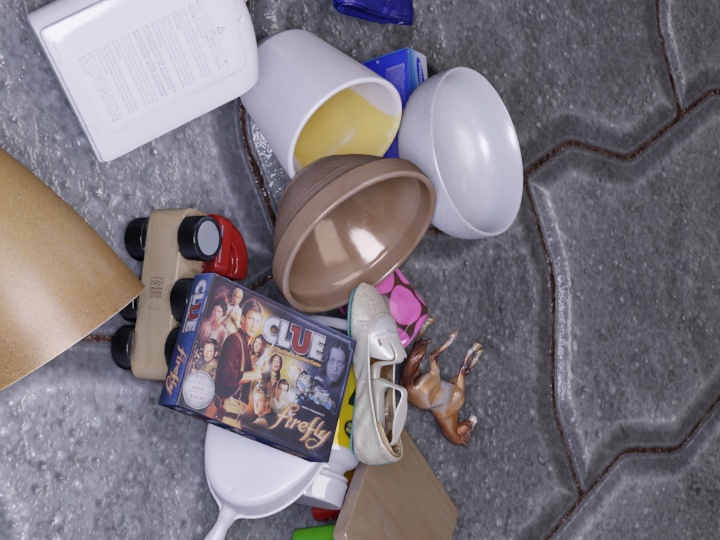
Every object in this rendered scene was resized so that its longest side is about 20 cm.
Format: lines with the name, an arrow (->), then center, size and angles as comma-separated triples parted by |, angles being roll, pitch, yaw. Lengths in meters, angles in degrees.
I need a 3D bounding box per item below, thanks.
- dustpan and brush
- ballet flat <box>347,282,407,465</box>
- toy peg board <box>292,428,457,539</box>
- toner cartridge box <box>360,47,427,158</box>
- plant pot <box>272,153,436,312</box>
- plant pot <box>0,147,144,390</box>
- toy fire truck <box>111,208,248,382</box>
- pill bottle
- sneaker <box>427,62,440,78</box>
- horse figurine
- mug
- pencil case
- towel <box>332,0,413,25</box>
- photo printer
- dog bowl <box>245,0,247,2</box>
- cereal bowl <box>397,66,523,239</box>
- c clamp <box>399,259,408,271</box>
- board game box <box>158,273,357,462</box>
dustpan and brush -> -0.130, 0.234, 1.376 | 0.201, 0.139, 0.057 | -59, 166, -12
ballet flat -> 0.025, 0.113, 1.402 | 0.067, 0.062, 0.201 | -4, 94, -55
toy peg board -> 0.014, 0.309, 1.545 | 0.200, 0.097, 0.200 | 58, 34, -30
toner cartridge box -> 0.037, -0.160, 1.556 | 0.043, 0.095, 0.201 | 14, 70, -51
plant pot -> -0.023, -0.057, 1.378 | 0.200, 0.093, 0.201 | -30, 149, -20
plant pot -> -0.322, -0.017, 1.131 | 0.186, 0.186, 0.201 | -41, 103, -41
toy fire truck -> -0.145, 0.038, 1.360 | 0.200, 0.128, 0.177 | 20, 72, -57
pill bottle -> -0.045, 0.161, 1.454 | 0.114, 0.114, 0.201 | 29, 67, -43
sneaker -> 0.078, -0.167, 1.638 | 0.082, 0.073, 0.201 | -12, 96, -49
horse figurine -> 0.102, 0.142, 1.657 | 0.200, 0.050, 0.133 | 32, 81, -51
mug -> -0.060, -0.176, 1.433 | 0.149, 0.153, 0.187 | -22, 142, -30
pencil case -> 0.000, 0.000, 1.510 | 0.094, 0.091, 0.200 | -49, 114, -33
towel -> 0.010, -0.412, 1.602 | 0.147, 0.049, 0.201 | 4, 85, -55
photo printer -> -0.203, -0.219, 1.258 | 0.199, 0.069, 0.167 | -29, 125, -10
dog bowl -> -0.204, -0.344, 1.339 | 0.200, 0.074, 0.201 | 3, 85, -48
cereal bowl -> 0.105, -0.130, 1.488 | 0.200, 0.083, 0.201 | 21, 63, -50
c clamp -> 0.005, -0.045, 1.584 | 0.171, 0.027, 0.201 | -37, 114, -43
board game box -> -0.099, 0.101, 1.293 | 0.200, 0.035, 0.136 | 27, 68, -37
